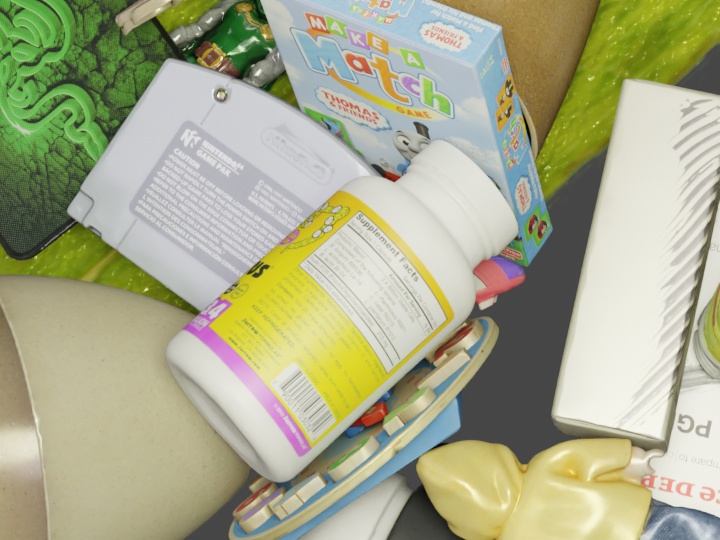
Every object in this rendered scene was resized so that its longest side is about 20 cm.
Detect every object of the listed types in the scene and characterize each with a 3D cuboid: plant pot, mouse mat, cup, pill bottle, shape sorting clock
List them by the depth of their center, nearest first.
[{"bbox_3d":[-0.006,0.018,1.451,0.200,0.104,0.104,-42,79,-12],"label":"pill bottle"},{"bbox_3d":[0.000,0.091,1.500,0.199,0.200,0.039,-36,98,-1],"label":"shape sorting clock"},{"bbox_3d":[-0.146,0.092,1.532,0.142,0.200,0.202,-9,79,-20],"label":"cup"},{"bbox_3d":[0.075,-0.190,1.560,0.186,0.187,0.201,30,69,10],"label":"plant pot"},{"bbox_3d":[-0.197,-0.120,1.614,0.161,0.008,0.200,-38,60,4],"label":"mouse mat"}]

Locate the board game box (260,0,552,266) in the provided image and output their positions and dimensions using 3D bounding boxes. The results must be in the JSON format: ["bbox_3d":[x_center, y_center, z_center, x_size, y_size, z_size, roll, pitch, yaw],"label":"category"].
[{"bbox_3d":[0.028,-0.094,1.508,0.151,0.200,0.037,24,64,27],"label":"board game box"}]

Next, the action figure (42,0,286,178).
[{"bbox_3d":[-0.108,-0.113,1.618,0.200,0.055,0.118,-45,71,-7],"label":"action figure"}]

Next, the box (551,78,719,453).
[{"bbox_3d":[0.163,-0.001,1.474,0.068,0.082,0.202,11,83,10],"label":"box"}]

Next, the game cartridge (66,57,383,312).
[{"bbox_3d":[-0.060,-0.031,1.537,0.199,0.040,0.134,36,98,6],"label":"game cartridge"}]

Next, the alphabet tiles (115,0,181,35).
[{"bbox_3d":[-0.055,-0.202,1.549,0.199,0.196,0.015,-26,101,29],"label":"alphabet tiles"}]

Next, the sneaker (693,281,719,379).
[{"bbox_3d":[0.264,-0.023,1.461,0.078,0.090,0.201,32,82,12],"label":"sneaker"}]

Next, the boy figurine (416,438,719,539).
[{"bbox_3d":[0.123,0.151,1.434,0.199,0.064,0.125,17,92,13],"label":"boy figurine"}]

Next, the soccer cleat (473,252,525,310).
[{"bbox_3d":[0.000,0.000,1.579,0.198,0.067,0.077,-9,91,9],"label":"soccer cleat"}]

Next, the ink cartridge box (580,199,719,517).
[{"bbox_3d":[0.214,0.064,1.539,0.144,0.085,0.202,12,84,8],"label":"ink cartridge box"}]

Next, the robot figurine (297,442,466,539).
[{"bbox_3d":[0.051,0.197,1.515,0.199,0.125,0.151,24,60,9],"label":"robot figurine"}]
